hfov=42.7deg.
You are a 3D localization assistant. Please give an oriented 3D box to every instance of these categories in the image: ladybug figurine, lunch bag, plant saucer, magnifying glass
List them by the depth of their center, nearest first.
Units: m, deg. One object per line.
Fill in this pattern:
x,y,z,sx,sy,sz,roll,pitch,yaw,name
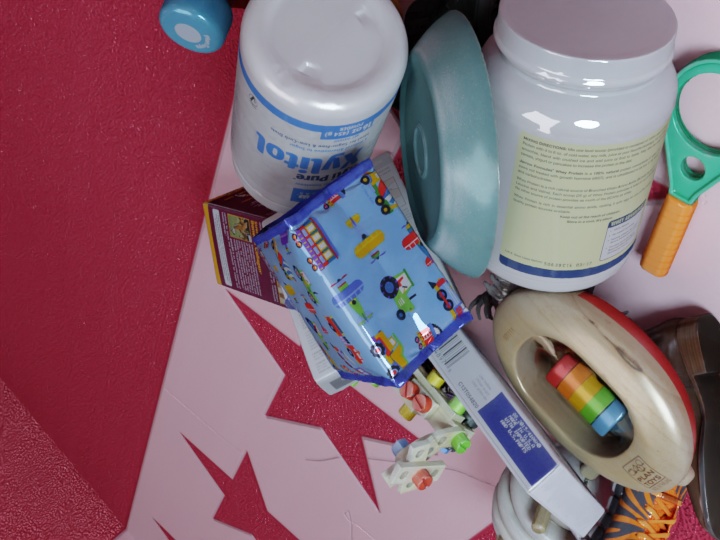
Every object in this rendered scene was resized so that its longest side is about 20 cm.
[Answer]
0.253,-0.073,0.703,0.079,0.022,0.202,34,143,26,magnifying glass
0.061,-0.093,0.705,0.200,0.035,0.204,174,90,-82,plant saucer
0.193,0.088,0.740,0.200,0.072,0.136,49,145,14,ladybug figurine
-0.023,0.017,0.775,0.152,0.094,0.199,56,154,-7,lunch bag

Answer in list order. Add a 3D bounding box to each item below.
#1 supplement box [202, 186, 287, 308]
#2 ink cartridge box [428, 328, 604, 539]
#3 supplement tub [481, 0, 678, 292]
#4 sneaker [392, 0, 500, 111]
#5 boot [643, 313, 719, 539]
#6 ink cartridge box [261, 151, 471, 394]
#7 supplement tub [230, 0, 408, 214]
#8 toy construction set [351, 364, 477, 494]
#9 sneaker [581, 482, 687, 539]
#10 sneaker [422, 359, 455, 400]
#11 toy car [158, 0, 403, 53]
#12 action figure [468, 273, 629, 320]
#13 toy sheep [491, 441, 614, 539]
-0.089,-0.028,1.089,0.198,0.085,0.112,16,122,43,supplement box
0.138,0.141,0.834,0.200,0.040,0.200,54,-176,38,ink cartridge box
0.152,-0.101,0.689,0.144,0.145,0.202,32,141,28,supplement tub
0.076,-0.206,0.762,0.103,0.060,0.202,29,143,25,sneaker
0.241,0.144,0.823,0.199,0.063,0.190,-23,61,53,boot
0.000,0.000,0.924,0.047,0.158,0.202,50,-165,-56,ink cartridge box
-0.041,-0.142,0.768,0.132,0.132,0.200,47,159,8,supplement tub
0.048,0.129,0.934,0.092,0.131,0.202,-38,51,19,toy construction set
0.267,0.239,0.827,0.077,0.203,0.112,21,-169,-16,sneaker
0.081,0.081,1.030,0.201,0.076,0.087,51,129,0,sneaker
-0.045,-0.272,0.789,0.197,0.187,0.177,22,157,-10,toy car
0.140,0.000,0.835,0.200,0.102,0.119,44,160,14,action figure
0.202,0.249,0.964,0.138,0.137,0.201,46,136,9,toy sheep
